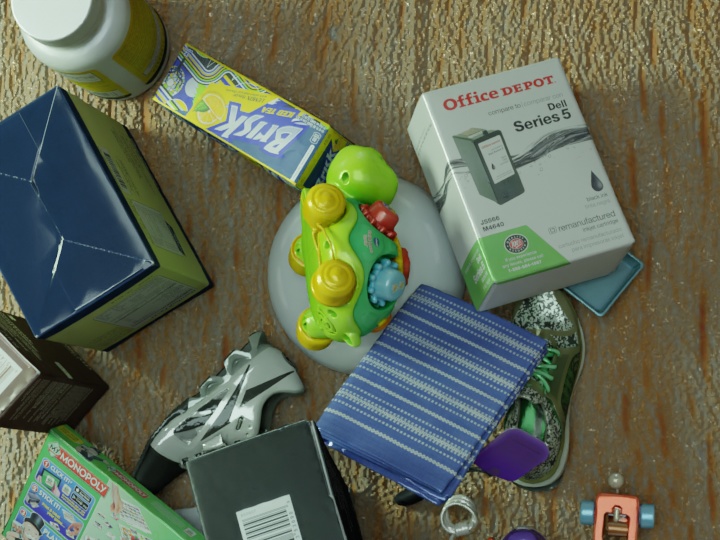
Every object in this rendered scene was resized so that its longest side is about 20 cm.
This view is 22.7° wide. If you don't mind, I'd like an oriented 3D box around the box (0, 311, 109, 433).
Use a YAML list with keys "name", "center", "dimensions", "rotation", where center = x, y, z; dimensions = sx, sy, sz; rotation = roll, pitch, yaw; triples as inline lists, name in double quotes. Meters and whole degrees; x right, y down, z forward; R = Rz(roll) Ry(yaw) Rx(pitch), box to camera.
- name: "box"
  center: [-0.327, 0.099, 1.725]
  dimensions: [0.100, 0.200, 0.075]
  rotation: [43, 90, 12]

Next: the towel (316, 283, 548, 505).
- name: "towel"
  center: [0.065, 0.110, 1.627]
  dimensions: [0.144, 0.024, 0.200]
  rotation: [25, 56, 20]

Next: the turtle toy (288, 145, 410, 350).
- name: "turtle toy"
  center: [-0.008, -0.023, 1.650]
  dimensions: [0.101, 0.146, 0.201]
  rotation: [-2, 67, -11]

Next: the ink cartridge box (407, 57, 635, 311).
- name: "ink cartridge box"
  center: [0.147, -0.082, 1.678]
  dimensions: [0.145, 0.084, 0.201]
  rotation: [-16, 72, -14]

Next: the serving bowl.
- name: "serving bowl"
  center: [0.000, 0.000, 1.740]
  dimensions: [0.199, 0.066, 0.201]
  rotation: [-1, 83, 12]

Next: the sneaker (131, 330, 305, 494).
- name: "sneaker"
  center: [-0.137, 0.160, 1.744]
  dimensions: [0.089, 0.074, 0.200]
  rotation: [45, 94, 15]

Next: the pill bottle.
- name: "pill bottle"
  center: [-0.267, -0.240, 1.754]
  dimensions: [0.111, 0.200, 0.112]
  rotation: [-1, 83, 11]

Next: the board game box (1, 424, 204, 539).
- name: "board game box"
  center: [-0.249, 0.262, 1.744]
  dimensions: [0.200, 0.029, 0.135]
  rotation: [36, 112, 19]

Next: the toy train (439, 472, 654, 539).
- name: "toy train"
  center: [0.176, 0.267, 1.680]
  dimensions: [0.199, 0.056, 0.151]
  rotation: [-1, 82, 8]

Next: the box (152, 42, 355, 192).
- name: "box"
  center: [-0.105, -0.145, 1.755]
  dimensions: [0.200, 0.064, 0.070]
  rotation: [32, 90, 28]

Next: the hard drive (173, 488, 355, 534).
- name: "hard drive"
  center: [-0.098, 0.290, 1.745]
  dimensions: [0.199, 0.027, 0.133]
  rotation: [-8, 82, 11]

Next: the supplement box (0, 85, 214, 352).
- name: "supplement box"
  center: [-0.267, -0.044, 1.730]
  dimensions: [0.134, 0.200, 0.200]
  rotation: [-31, 78, 6]

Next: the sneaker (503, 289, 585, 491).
- name: "sneaker"
  center: [0.169, 0.107, 1.680]
  dimensions: [0.077, 0.089, 0.201]
  rotation: [1, 83, 12]

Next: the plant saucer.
- name: "plant saucer"
  center: [0.173, -0.038, 1.727]
  dimensions: [0.200, 0.019, 0.070]
  rotation: [38, 76, 13]

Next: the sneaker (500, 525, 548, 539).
- name: "sneaker"
  center: [0.136, 0.329, 1.601]
  dimensions: [0.080, 0.083, 0.201]
  rotation: [-2, 77, 10]

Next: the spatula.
- name: "spatula"
  center: [0.097, 0.189, 1.664]
  dimensions: [0.056, 0.200, 0.021]
  rotation: [29, 55, -26]

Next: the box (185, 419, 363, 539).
- name: "box"
  center: [-0.055, 0.267, 1.577]
  dimensions: [0.123, 0.197, 0.201]
  rotation: [-19, 64, 2]
